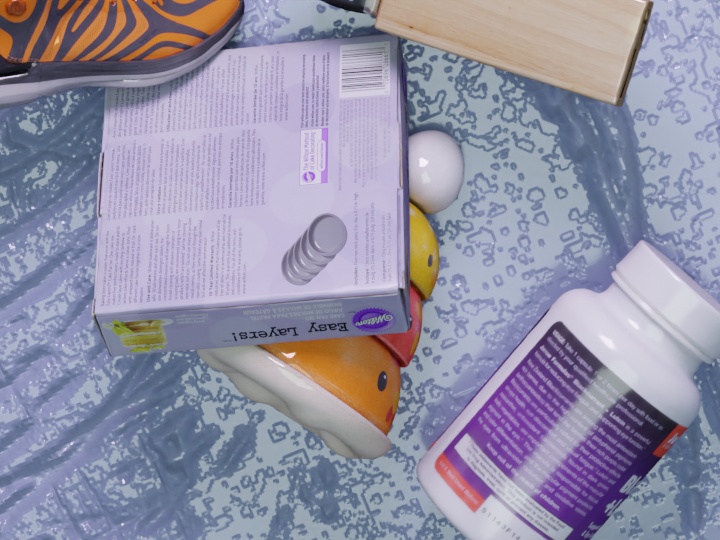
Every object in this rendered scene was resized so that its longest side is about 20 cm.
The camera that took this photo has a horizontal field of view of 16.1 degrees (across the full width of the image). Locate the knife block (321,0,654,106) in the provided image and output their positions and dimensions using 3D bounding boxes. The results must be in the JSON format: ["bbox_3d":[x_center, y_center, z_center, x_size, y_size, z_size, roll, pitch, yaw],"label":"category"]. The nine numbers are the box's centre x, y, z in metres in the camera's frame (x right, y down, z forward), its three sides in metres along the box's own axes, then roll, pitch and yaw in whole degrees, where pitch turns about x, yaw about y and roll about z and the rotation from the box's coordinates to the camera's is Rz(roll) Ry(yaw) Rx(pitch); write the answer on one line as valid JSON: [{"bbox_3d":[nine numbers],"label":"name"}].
[{"bbox_3d":[0.049,-0.162,1.485,0.174,0.200,0.064,11,101,-30],"label":"knife block"}]

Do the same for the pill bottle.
[{"bbox_3d":[0.136,0.083,1.548,0.111,0.111,0.200,40,99,-4],"label":"pill bottle"}]

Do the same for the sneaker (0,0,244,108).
[{"bbox_3d":[-0.155,-0.167,1.490,0.199,0.078,0.113,-19,135,-27],"label":"sneaker"}]

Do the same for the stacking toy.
[{"bbox_3d":[0.000,0.000,1.545,0.146,0.146,0.201,33,84,-3],"label":"stacking toy"}]

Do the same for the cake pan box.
[{"bbox_3d":[-0.062,-0.050,1.505,0.183,0.052,0.201,-5,56,5],"label":"cake pan box"}]
